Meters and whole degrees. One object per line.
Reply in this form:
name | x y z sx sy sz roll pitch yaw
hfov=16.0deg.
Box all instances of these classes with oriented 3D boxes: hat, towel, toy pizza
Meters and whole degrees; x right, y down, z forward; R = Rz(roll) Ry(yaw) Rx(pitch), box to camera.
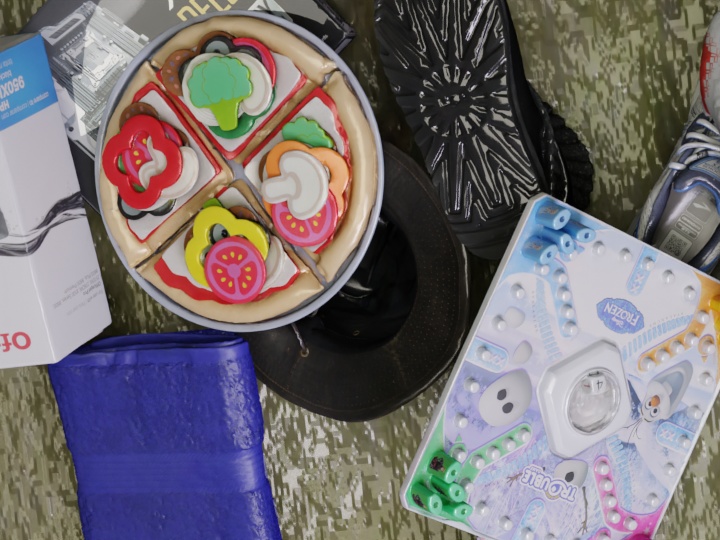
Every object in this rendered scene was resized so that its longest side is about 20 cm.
hat | 0.000 0.000 1.622 0.200 0.081 0.201 1 92 33
towel | -0.118 0.137 1.658 0.147 0.050 0.201 -3 104 27
toy pizza | -0.081 -0.061 1.585 0.200 0.032 0.201 2 95 23

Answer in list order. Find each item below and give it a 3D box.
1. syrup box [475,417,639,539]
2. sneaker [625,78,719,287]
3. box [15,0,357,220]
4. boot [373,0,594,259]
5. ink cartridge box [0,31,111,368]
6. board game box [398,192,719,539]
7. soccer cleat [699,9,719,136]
syrup box | 0.116 0.172 1.628 0.081 0.079 0.201 16 97 7
sneaker | 0.226 -0.065 1.587 0.077 0.085 0.200 25 98 5
box | -0.126 -0.137 1.648 0.158 0.050 0.200 46 100 2
boot | 0.077 -0.112 1.567 0.079 0.158 0.212 -11 98 19
ink cartridge box | -0.258 -0.039 1.629 0.144 0.084 0.201 -6 105 25
board game box | 0.139 0.079 1.531 0.200 0.026 0.200 24 90 -37
soccer cleat | 0.245 -0.075 1.505 0.068 0.085 0.201 0 68 -9
